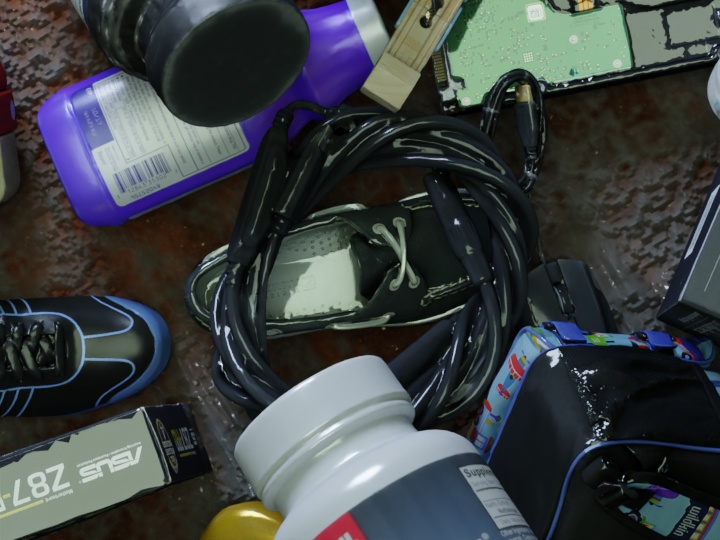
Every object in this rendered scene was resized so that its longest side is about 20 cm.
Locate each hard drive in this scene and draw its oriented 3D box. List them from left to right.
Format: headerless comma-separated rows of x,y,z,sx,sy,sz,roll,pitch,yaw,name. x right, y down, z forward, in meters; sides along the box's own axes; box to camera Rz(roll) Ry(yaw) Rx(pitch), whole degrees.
0.131,-0.171,1.320,0.200,0.038,0.140,-11,87,3,hard drive

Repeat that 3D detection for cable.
0.005,0.011,1.259,0.163,0.051,0.200,15,79,0,cable

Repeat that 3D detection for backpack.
0.165,0.124,1.246,0.200,0.135,0.183,3,128,-21,backpack

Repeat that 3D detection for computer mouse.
0.104,-0.012,1.294,0.059,0.034,0.200,-18,101,-15,computer mouse

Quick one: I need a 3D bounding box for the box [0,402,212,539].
-0.189,0.125,1.272,0.200,0.161,0.049,-21,87,2,box

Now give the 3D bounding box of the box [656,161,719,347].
0.260,0.011,1.222,0.182,0.200,0.104,23,88,5,box

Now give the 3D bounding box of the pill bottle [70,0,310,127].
-0.107,-0.172,1.261,0.112,0.112,0.200,-36,55,2,pill bottle

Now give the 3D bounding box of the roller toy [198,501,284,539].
-0.037,0.242,1.268,0.200,0.140,0.183,34,96,14,roller toy

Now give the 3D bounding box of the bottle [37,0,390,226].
-0.077,-0.096,1.318,0.200,0.065,0.084,-24,89,3,bottle

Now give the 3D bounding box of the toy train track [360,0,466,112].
0.061,-0.175,1.265,0.115,0.033,0.200,32,77,-6,toy train track

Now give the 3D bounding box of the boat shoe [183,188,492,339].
0.000,0.000,1.311,0.200,0.060,0.076,-18,85,3,boat shoe

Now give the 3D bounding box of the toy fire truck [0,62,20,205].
-0.287,-0.121,1.320,0.176,0.129,0.200,-6,98,4,toy fire truck

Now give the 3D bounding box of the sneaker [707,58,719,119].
0.261,-0.154,1.252,0.074,0.082,0.200,35,59,3,sneaker

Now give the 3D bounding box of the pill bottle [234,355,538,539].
0.026,0.147,1.145,0.120,0.120,0.200,-36,71,2,pill bottle

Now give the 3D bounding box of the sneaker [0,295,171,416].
-0.208,0.051,1.317,0.200,0.078,0.070,-7,87,4,sneaker
